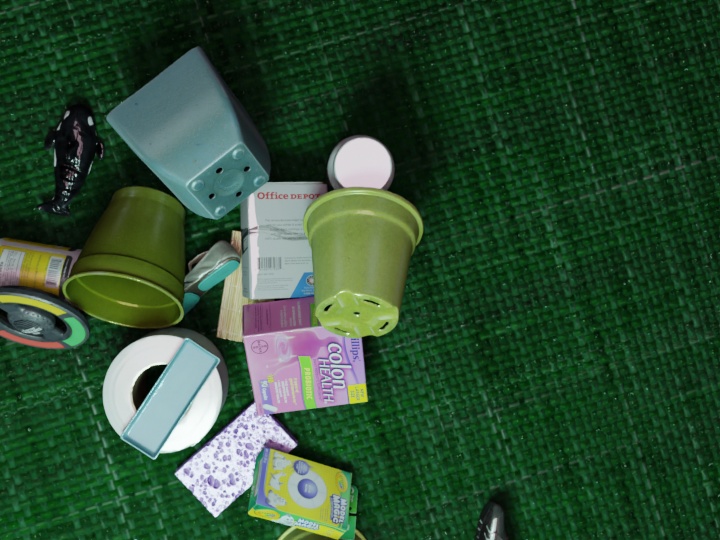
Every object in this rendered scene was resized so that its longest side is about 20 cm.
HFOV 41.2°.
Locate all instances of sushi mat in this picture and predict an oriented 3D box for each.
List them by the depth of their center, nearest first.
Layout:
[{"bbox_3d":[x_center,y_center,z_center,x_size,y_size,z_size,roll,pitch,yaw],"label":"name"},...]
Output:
[{"bbox_3d":[-0.199,0.031,1.732,0.095,0.012,0.201,9,91,-3],"label":"sushi mat"}]

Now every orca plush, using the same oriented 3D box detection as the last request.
[{"bbox_3d":[-0.519,-0.196,1.677,0.105,0.071,0.200,28,90,-4],"label":"orca plush"}]

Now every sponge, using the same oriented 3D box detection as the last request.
[{"bbox_3d":[-0.224,0.338,1.733,0.200,0.030,0.112,-41,94,-1],"label":"sponge"}]

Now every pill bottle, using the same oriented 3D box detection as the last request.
[{"bbox_3d":[-0.001,-0.171,1.642,0.114,0.200,0.115,0,92,-3],"label":"pill bottle"},{"bbox_3d":[-0.581,0.005,1.660,0.199,0.114,0.115,9,92,-3],"label":"pill bottle"}]

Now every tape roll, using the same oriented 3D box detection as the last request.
[{"bbox_3d":[-0.334,0.204,1.669,0.202,0.139,0.204,0,91,-3],"label":"tape roll"}]

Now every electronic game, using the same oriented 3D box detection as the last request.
[{"bbox_3d":[-0.561,0.084,1.634,0.199,0.200,0.042,8,59,-3],"label":"electronic game"}]

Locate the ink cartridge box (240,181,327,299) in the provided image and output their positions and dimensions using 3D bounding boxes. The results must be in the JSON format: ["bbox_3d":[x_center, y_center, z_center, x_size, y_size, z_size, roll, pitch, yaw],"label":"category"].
[{"bbox_3d":[-0.133,-0.053,1.684,0.144,0.084,0.201,-1,92,-18],"label":"ink cartridge box"}]

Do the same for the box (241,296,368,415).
[{"bbox_3d":[-0.095,0.145,1.664,0.199,0.097,0.176,-7,123,-3],"label":"box"}]

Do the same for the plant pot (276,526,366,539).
[{"bbox_3d":[-0.068,0.554,1.673,0.200,0.184,0.201,0,92,-3],"label":"plant pot"}]

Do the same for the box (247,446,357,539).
[{"bbox_3d":[-0.092,0.396,1.688,0.199,0.118,0.048,21,135,-18],"label":"box"}]

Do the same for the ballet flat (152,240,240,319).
[{"bbox_3d":[-0.301,0.022,1.709,0.200,0.067,0.064,-40,65,2],"label":"ballet flat"}]

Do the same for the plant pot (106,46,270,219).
[{"bbox_3d":[-0.260,-0.202,1.591,0.196,0.196,0.200,-37,57,-1],"label":"plant pot"}]

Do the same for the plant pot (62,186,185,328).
[{"bbox_3d":[-0.380,-0.031,1.625,0.200,0.201,0.194,9,62,-3],"label":"plant pot"}]

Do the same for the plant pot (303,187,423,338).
[{"bbox_3d":[0.000,0.000,1.543,0.200,0.201,0.185,6,55,-3],"label":"plant pot"}]

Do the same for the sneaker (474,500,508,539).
[{"bbox_3d":[0.270,0.518,1.753,0.115,0.076,0.201,6,102,-8],"label":"sneaker"}]

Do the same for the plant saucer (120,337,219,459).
[{"bbox_3d":[-0.315,0.211,1.592,0.070,0.019,0.200,33,91,-4],"label":"plant saucer"}]
